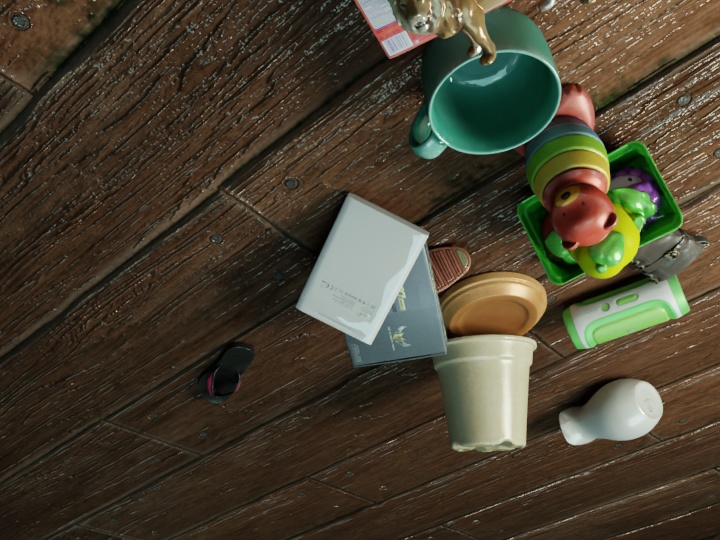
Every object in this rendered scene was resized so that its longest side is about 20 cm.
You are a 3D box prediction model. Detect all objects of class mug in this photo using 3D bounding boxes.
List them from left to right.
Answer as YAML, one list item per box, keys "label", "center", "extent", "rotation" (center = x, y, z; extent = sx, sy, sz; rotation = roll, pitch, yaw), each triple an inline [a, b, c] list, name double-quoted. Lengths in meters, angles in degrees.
- label: "mug"
  center: [0.132, -0.227, 0.906]
  extent: [0.184, 0.115, 0.152]
  rotation: [-12, 142, 10]

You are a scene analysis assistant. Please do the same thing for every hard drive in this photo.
- label: "hard drive"
  center: [0.000, 0.000, 1.154]
  extent: [0.131, 0.025, 0.201]
  rotation: [26, 114, -1]

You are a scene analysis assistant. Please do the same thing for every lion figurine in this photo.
- label: "lion figurine"
  center: [0.129, -0.277, 0.737]
  extent: [0.199, 0.073, 0.123]
  rotation: [-32, 122, 10]

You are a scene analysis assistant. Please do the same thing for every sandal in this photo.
- label: "sandal"
  center: [-0.258, 0.206, 1.461]
  extent: [0.075, 0.045, 0.200]
  rotation: [14, 138, -23]

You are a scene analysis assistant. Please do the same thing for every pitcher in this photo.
- label: "pitcher"
  center: [0.548, 0.300, 1.632]
  extent: [0.171, 0.122, 0.200]
  rotation: [-4, 158, -35]

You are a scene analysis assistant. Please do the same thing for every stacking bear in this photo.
- label: "stacking bear"
  center: [0.268, -0.118, 0.986]
  extent: [0.121, 0.201, 0.114]
  rotation: [-25, 136, 24]

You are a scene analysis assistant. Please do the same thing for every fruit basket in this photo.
- label: "fruit basket"
  center: [0.325, -0.067, 1.059]
  extent: [0.215, 0.156, 0.216]
  rotation: [-24, 170, -4]

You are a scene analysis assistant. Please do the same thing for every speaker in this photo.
- label: "speaker"
  center: [0.460, 0.070, 1.342]
  extent: [0.199, 0.089, 0.088]
  rotation: [-23, 138, 21]

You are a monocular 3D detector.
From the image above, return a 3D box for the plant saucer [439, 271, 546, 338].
- label: "plant saucer"
  center: [0.232, 0.076, 1.362]
  extent: [0.199, 0.038, 0.201]
  rotation: [-3, 141, -2]

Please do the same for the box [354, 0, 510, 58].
- label: "box"
  center: [0.091, -0.323, 0.795]
  extent: [0.199, 0.095, 0.103]
  rotation: [-22, 139, 19]

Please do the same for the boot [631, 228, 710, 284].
- label: "boot"
  center: [0.440, -0.020, 1.238]
  extent: [0.200, 0.070, 0.174]
  rotation: [-35, 132, 29]

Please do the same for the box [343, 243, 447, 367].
- label: "box"
  center: [0.042, 0.045, 1.207]
  extent: [0.157, 0.051, 0.201]
  rotation: [-9, 110, 11]

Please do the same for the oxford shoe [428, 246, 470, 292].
- label: "oxford shoe"
  center: [0.093, 0.018, 1.266]
  extent: [0.199, 0.071, 0.074]
  rotation: [-25, 167, 18]

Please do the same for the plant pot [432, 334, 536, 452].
- label: "plant pot"
  center: [0.225, 0.228, 1.386]
  extent: [0.199, 0.185, 0.201]
  rotation: [-2, 162, -1]
